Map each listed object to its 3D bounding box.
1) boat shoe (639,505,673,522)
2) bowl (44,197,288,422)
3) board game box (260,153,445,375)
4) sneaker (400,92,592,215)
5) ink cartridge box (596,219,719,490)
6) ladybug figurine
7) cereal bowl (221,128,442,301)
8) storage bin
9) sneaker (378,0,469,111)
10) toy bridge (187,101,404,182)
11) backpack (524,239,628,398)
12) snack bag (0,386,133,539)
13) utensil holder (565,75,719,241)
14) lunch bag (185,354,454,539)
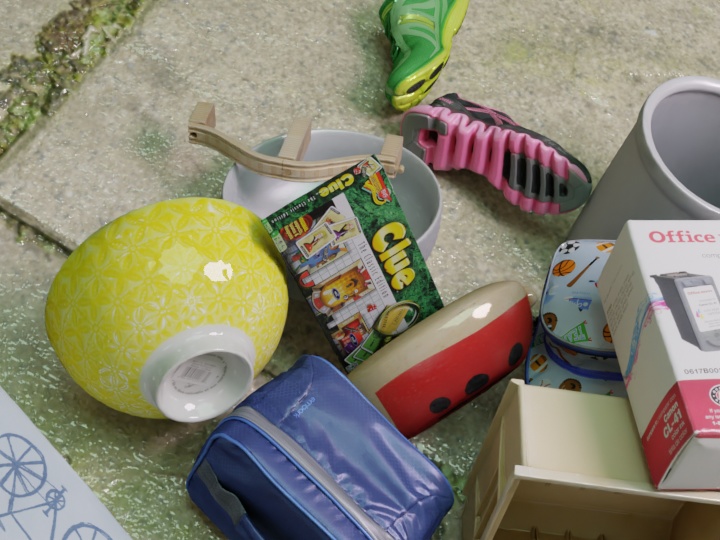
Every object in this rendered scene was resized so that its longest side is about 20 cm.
[{"bbox_3d":[0.274,0.142,1.352,0.065,0.072,0.200,41,45,-16],"label":"boat shoe"},{"bbox_3d":[-0.137,0.053,1.166,0.199,0.201,0.108,-7,44,-23],"label":"bowl"},{"bbox_3d":[0.000,0.000,1.218,0.104,0.200,0.023,-33,49,-5],"label":"board game box"},{"bbox_3d":[0.142,-0.123,1.454,0.199,0.079,0.095,26,36,19],"label":"sneaker"},{"bbox_3d":[0.278,0.062,1.133,0.147,0.086,0.201,0,53,-13],"label":"ink cartridge box"},{"bbox_3d":[0.069,0.081,1.259,0.199,0.136,0.072,-34,78,6],"label":"ladybug figurine"},{"bbox_3d":[-0.027,-0.037,1.331,0.199,0.084,0.201,3,40,-3],"label":"cereal bowl"},{"bbox_3d":[0.192,0.190,1.192,0.199,0.199,0.094,7,49,-7],"label":"storage bin"},{"bbox_3d":[0.051,-0.234,1.510,0.083,0.074,0.201,26,45,-5],"label":"sneaker"},{"bbox_3d":[-0.059,-0.107,1.327,0.199,0.027,0.067,11,42,8],"label":"toy bridge"},{"bbox_3d":[0.230,0.072,1.280,0.199,0.154,0.191,0,53,26],"label":"backpack"},{"bbox_3d":[-0.274,0.204,1.099,0.189,0.021,0.200,49,41,-1],"label":"snack bag"},{"bbox_3d":[0.299,-0.053,1.394,0.169,0.200,0.171,10,53,-13],"label":"utensil holder"},{"bbox_3d":[-0.034,0.186,1.171,0.200,0.136,0.132,43,56,9],"label":"lunch bag"}]
